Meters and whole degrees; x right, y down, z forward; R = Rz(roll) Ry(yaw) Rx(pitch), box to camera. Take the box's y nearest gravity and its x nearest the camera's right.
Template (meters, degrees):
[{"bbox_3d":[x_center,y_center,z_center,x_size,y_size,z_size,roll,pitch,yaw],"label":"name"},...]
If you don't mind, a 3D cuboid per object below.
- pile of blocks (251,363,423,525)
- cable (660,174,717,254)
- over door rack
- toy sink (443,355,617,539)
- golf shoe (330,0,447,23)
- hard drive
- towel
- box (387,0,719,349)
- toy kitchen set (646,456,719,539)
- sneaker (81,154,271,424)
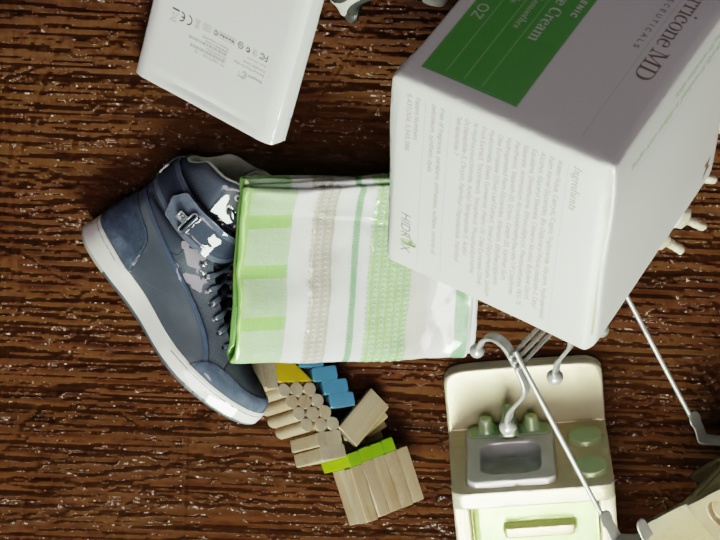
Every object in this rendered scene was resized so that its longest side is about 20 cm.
[{"bbox_3d":[-0.033,0.121,1.853,0.200,0.082,0.062,50,151,-11],"label":"pile of blocks"},{"bbox_3d":[0.173,-0.075,1.735,0.200,0.050,0.097,12,117,-17],"label":"cable"},{"bbox_3d":[0.182,0.097,1.769,0.200,0.148,0.067,54,143,-8],"label":"over door rack"},{"bbox_3d":[0.139,0.184,1.841,0.130,0.112,0.200,-4,116,3],"label":"toy sink"},{"bbox_3d":[0.062,-0.241,1.658,0.200,0.073,0.092,-14,120,18],"label":"golf shoe"},{"bbox_3d":[-0.086,-0.208,1.664,0.132,0.026,0.200,29,118,24],"label":"hard drive"},{"bbox_3d":[0.000,0.000,1.743,0.200,0.031,0.149,-2,103,-22],"label":"towel"},{"bbox_3d":[0.139,-0.099,1.595,0.171,0.199,0.200,26,145,18],"label":"box"},{"bbox_3d":[0.313,0.252,1.736,0.200,0.163,0.180,48,150,1],"label":"toy kitchen set"},{"bbox_3d":[-0.101,0.006,1.756,0.146,0.077,0.202,-37,90,16],"label":"sneaker"}]
